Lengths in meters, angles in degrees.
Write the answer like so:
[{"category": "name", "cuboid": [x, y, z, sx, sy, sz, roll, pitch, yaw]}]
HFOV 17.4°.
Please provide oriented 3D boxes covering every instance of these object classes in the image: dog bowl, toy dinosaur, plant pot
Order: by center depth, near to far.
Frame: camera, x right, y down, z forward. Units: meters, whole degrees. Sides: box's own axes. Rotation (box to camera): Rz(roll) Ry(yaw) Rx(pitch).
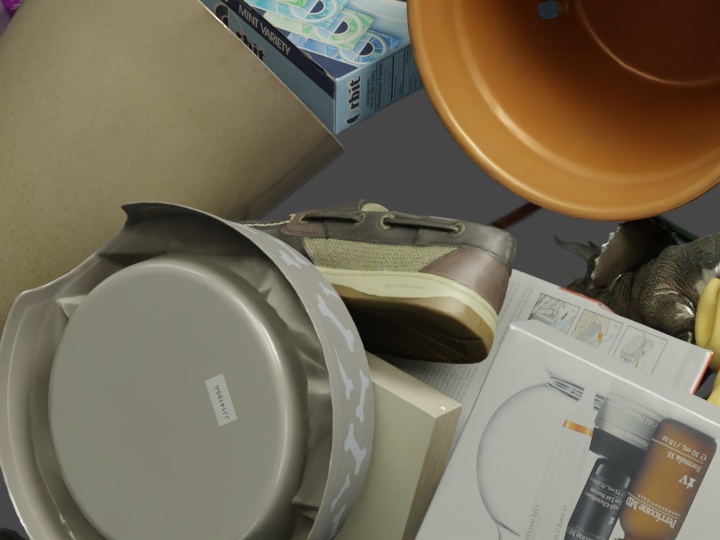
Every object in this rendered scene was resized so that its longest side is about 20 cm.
[{"category": "dog bowl", "cuboid": [-0.080, 0.066, 1.114, 0.199, 0.059, 0.201, 3, 95, 32]}, {"category": "toy dinosaur", "cuboid": [0.188, 0.016, 1.162, 0.199, 0.077, 0.103, -4, 71, 17]}, {"category": "plant pot", "cuboid": [0.141, -0.140, 1.195, 0.199, 0.201, 0.140, 16, 24, 23]}, {"category": "plant pot", "cuboid": [-0.143, -0.055, 1.245, 0.200, 0.187, 0.187, -47, 58, -1]}]

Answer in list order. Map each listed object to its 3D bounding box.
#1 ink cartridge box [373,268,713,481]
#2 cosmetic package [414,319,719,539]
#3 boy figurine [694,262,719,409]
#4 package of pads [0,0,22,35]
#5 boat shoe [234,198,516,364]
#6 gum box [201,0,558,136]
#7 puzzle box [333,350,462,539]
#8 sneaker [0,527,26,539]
[{"category": "ink cartridge box", "cuboid": [0.078, 0.062, 1.134, 0.199, 0.050, 0.109, 22, 83, 41]}, {"category": "cosmetic package", "cuboid": [0.126, 0.131, 1.017, 0.199, 0.052, 0.152, 25, 99, 15]}, {"category": "boy figurine", "cuboid": [0.205, 0.015, 1.077, 0.124, 0.064, 0.201, -14, 50, 51]}, {"category": "package of pads", "cuboid": [-0.172, -0.230, 1.410, 0.120, 0.076, 0.201, -11, 56, 11]}, {"category": "boat shoe", "cuboid": [0.000, 0.000, 1.150, 0.199, 0.073, 0.065, 12, 61, 44]}, {"category": "gum box", "cuboid": [0.012, -0.176, 1.315, 0.199, 0.045, 0.170, -29, 54, -27]}, {"category": "puzzle box", "cuboid": [-0.050, 0.081, 1.158, 0.199, 0.134, 0.025, 29, 28, 28]}, {"category": "sneaker", "cuboid": [-0.118, 0.188, 1.147, 0.082, 0.073, 0.200, -31, 55, -33]}]
